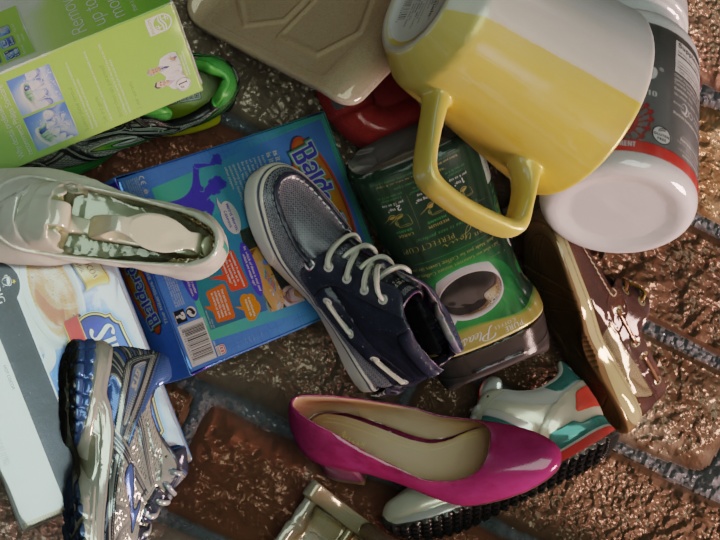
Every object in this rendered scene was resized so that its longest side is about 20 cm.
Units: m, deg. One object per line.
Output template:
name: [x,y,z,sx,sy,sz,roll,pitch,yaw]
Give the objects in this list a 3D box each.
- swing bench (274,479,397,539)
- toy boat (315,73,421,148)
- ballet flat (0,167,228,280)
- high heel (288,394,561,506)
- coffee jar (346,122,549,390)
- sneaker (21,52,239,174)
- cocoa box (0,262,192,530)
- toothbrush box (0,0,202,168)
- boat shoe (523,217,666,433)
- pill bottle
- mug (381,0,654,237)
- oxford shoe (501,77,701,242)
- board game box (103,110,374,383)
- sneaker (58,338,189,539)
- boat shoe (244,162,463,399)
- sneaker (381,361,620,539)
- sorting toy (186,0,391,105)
swing bench: [-0.012,0.291,1.200,0.130,0.200,0.199,41,81,-29]
toy boat: [0.061,-0.179,1.260,0.199,0.131,0.131,-24,92,-12]
ballet flat: [-0.184,-0.033,1.101,0.199,0.069,0.070,9,85,-14]
high heel: [0.045,0.127,1.217,0.199,0.096,0.068,-5,54,18]
coffee jar: [0.070,-0.011,1.251,0.104,0.085,0.201,-22,110,0]
sneaker: [-0.186,-0.126,1.229,0.199,0.085,0.078,-21,92,-11]
cocoa box: [-0.221,0.068,1.187,0.131,0.133,0.201,-22,92,-13]
toothbrush box: [-0.234,-0.160,1.176,0.199,0.146,0.086,-24,135,-6]
boat shoe: [0.192,0.033,1.292,0.072,0.072,0.200,-34,114,-17]
pill bottle: [0.197,-0.124,1.235,0.115,0.116,0.201,15,56,-11]
mug: [0.100,-0.140,1.124,0.153,0.187,0.149,28,124,-27]
oxford shoe: [0.196,-0.097,1.316,0.075,0.070,0.200,42,80,-5]
board game box: [-0.085,-0.021,1.226,0.200,0.045,0.153,-21,91,-37]
sneaker: [-0.154,0.146,1.096,0.085,0.077,0.201,-1,91,-19]
boat shoe: [0.000,0.000,1.197,0.075,0.093,0.200,-44,107,-35]
sneaker: [0.099,0.140,1.294,0.199,0.070,0.094,-24,67,-5]
sorting toy: [-0.012,-0.220,1.243,0.185,0.200,0.037,-47,140,-11]
